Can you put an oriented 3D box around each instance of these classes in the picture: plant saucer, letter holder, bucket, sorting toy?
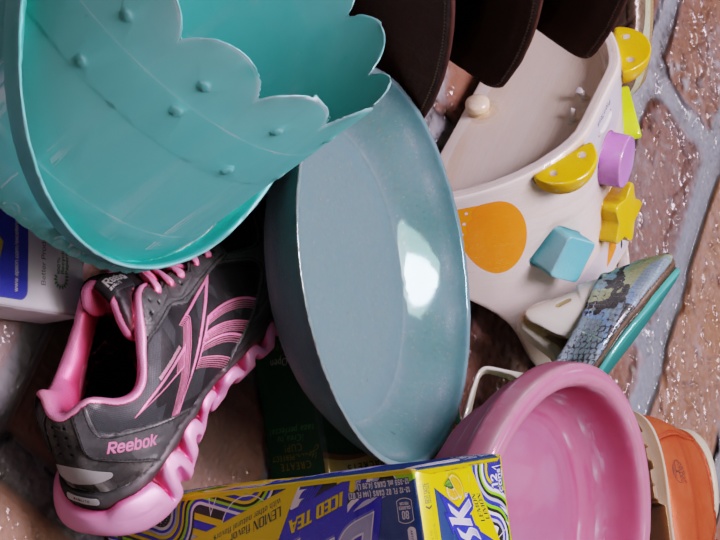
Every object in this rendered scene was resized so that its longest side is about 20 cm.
[{"bbox_3d":[0.000,0.000,1.193,0.200,0.036,0.202,-8,90,-66],"label":"plant saucer"},{"bbox_3d":[0.055,-0.150,1.195,0.142,0.200,0.101,35,71,9],"label":"letter holder"},{"bbox_3d":[0.084,0.146,1.241,0.200,0.051,0.202,-15,108,-54],"label":"plant saucer"},{"bbox_3d":[-0.100,-0.107,1.067,0.207,0.135,0.208,39,26,-23],"label":"bucket"},{"bbox_3d":[0.121,-0.035,1.417,0.201,0.106,0.181,-61,145,-38],"label":"sorting toy"}]

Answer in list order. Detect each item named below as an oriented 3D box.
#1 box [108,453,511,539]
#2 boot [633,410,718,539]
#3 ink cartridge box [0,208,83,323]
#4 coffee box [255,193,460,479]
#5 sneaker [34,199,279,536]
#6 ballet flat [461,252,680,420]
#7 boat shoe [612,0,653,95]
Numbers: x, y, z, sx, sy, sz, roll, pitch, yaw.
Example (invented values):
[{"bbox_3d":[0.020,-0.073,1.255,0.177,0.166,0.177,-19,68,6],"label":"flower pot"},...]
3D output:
[{"bbox_3d":[-0.026,0.129,1.099,0.064,0.199,0.071,-4,85,-50],"label":"box"},{"bbox_3d":[0.186,0.185,1.441,0.107,0.075,0.202,11,72,-53],"label":"boot"},{"bbox_3d":[-0.203,-0.035,1.056,0.199,0.037,0.096,12,73,-51],"label":"ink cartridge box"},{"bbox_3d":[-0.007,0.014,1.270,0.123,0.044,0.202,-3,83,-51],"label":"coffee box"},{"bbox_3d":[-0.095,0.023,1.123,0.201,0.078,0.096,-66,146,-37],"label":"sneaker"},{"bbox_3d":[0.103,0.059,1.338,0.074,0.074,0.201,46,70,-33],"label":"ballet flat"},{"bbox_3d":[0.153,-0.201,1.499,0.076,0.071,0.202,5,77,-61],"label":"boat shoe"}]
